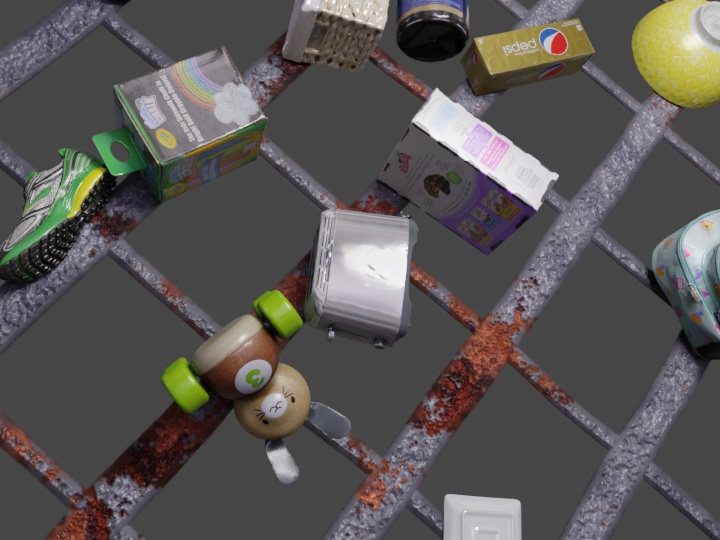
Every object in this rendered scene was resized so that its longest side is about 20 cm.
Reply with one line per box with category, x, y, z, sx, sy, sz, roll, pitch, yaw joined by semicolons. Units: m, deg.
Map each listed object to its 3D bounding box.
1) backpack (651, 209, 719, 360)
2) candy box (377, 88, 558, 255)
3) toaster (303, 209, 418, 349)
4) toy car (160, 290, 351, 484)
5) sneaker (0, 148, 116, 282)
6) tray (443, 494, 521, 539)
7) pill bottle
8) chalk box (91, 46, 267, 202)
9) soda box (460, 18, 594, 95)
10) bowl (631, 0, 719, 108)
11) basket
backpack;0.540;0.008;1.131;0.176;0.153;0.200;-24;72;-16
candy box;0.141;-0.129;1.060;0.200;0.168;0.072;35;66;-1
toaster;0.000;0.000;1.008;0.129;0.114;0.200;10;71;-9
toy car;-0.109;0.150;0.916;0.164;0.158;0.200;-38;96;-11
sneaker;-0.391;-0.069;0.958;0.085;0.078;0.200;27;57;3
tray;0.156;0.386;0.962;0.107;0.022;0.200;8;69;-13
pill bottle;0.111;-0.436;1.192;0.112;0.112;0.200;7;69;-12
chalk box;-0.242;-0.180;1.003;0.200;0.124;0.125;-28;81;-21
soda box;0.265;-0.339;1.224;0.200;0.064;0.068;-17;76;-19
bowl;0.575;-0.387;1.300;0.200;0.108;0.200;5;70;-14
basket;-0.028;-0.408;1.136;0.123;0.136;0.200;15;68;-14
